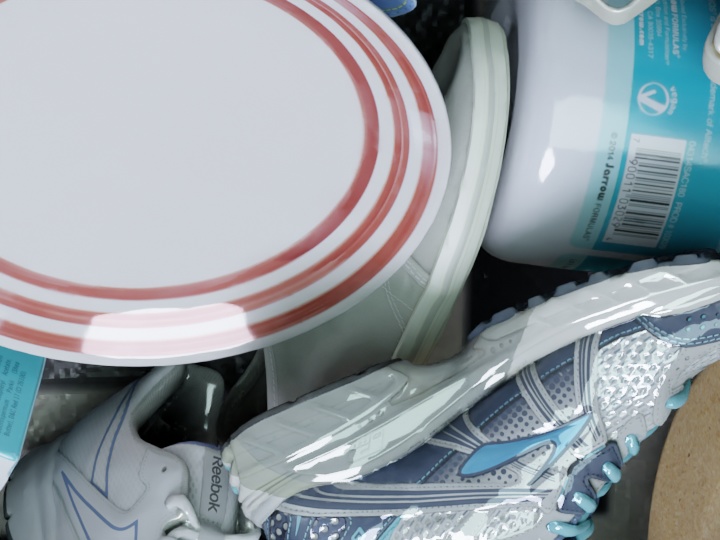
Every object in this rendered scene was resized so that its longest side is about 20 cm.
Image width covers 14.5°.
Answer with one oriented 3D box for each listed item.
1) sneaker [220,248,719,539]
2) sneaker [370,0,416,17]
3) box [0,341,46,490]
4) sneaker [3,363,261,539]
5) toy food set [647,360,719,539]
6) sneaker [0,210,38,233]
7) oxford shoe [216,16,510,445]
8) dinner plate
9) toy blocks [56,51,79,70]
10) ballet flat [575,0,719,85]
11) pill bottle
[{"bbox_3d":[0.059,0.055,0.917,0.199,0.078,0.087,-24,85,11],"label":"sneaker"},{"bbox_3d":[0.013,-0.114,0.859,0.082,0.199,0.074,-42,109,-32],"label":"sneaker"},{"bbox_3d":[-0.215,0.031,0.961,0.199,0.049,0.082,23,138,-14],"label":"box"},{"bbox_3d":[-0.070,0.106,0.938,0.074,0.201,0.087,25,120,-33],"label":"sneaker"},{"bbox_3d":[0.154,0.100,0.923,0.048,0.200,0.199,0,64,-22],"label":"toy food set"},{"bbox_3d":[-0.094,-0.055,0.974,0.199,0.073,0.085,-22,75,6],"label":"sneaker"},{"bbox_3d":[0.000,0.000,0.972,0.057,0.075,0.201,18,122,-12],"label":"oxford shoe"},{"bbox_3d":[-0.071,-0.039,0.892,0.198,0.024,0.201,-1,140,-1],"label":"dinner plate"},{"bbox_3d":[-0.101,-0.182,0.913,0.136,0.100,0.201,30,84,-2],"label":"toy blocks"},{"bbox_3d":[0.112,-0.098,0.903,0.199,0.072,0.072,31,101,11],"label":"ballet flat"},{"bbox_3d":[0.141,-0.047,0.976,0.198,0.111,0.112,7,105,-11],"label":"pill bottle"}]
